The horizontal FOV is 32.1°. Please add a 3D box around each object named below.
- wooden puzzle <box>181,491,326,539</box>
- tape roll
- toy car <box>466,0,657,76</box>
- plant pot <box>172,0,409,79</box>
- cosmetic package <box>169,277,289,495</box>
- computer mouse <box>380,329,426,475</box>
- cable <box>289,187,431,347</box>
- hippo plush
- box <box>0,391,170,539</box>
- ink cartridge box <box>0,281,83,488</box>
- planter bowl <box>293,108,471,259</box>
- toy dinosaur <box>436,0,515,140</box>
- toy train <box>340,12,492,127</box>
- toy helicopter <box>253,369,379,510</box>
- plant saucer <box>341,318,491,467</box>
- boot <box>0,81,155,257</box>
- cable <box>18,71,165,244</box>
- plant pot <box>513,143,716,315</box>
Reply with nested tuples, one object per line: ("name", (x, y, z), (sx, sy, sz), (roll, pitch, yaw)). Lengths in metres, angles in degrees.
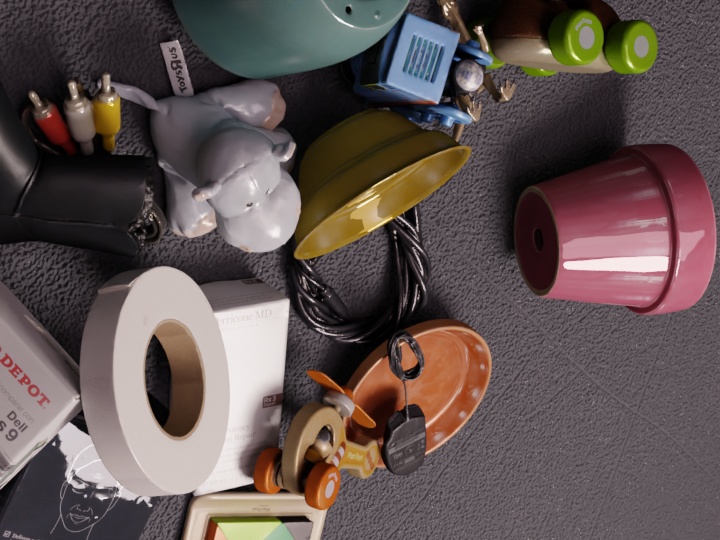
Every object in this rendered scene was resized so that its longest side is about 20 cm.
("wooden puzzle", (-0.125, 0.339, 1.397), (0.184, 0.037, 0.202), (7, 104, -38))
("tape roll", (-0.178, 0.097, 1.110), (0.203, 0.037, 0.205), (-8, 90, -68))
("toy car", (0.211, -0.310, 1.310), (0.157, 0.164, 0.202), (0, 96, -36))
("plant pot", (-0.044, -0.270, 1.099), (0.199, 0.160, 0.203), (-7, 101, -39))
("cosmetic package", (-0.136, 0.116, 1.275), (0.101, 0.074, 0.202), (-9, 115, -34))
("computer mouse", (0.043, 0.145, 1.383), (0.058, 0.034, 0.201), (-20, 127, -26))
("cable", (0.000, 0.000, 1.340), (0.162, 0.051, 0.202), (-20, 120, -28))
("hippo plush", (-0.107, -0.108, 1.146), (0.159, 0.160, 0.201), (-34, 125, -20))
("box", (-0.281, 0.202, 1.181), (0.148, 0.107, 0.201), (25, 93, -39))
("ink cartridge box", (-0.345, 0.120, 1.052), (0.200, 0.084, 0.146), (-44, 89, 0))
("planter bowl", (0.002, -0.098, 1.213), (0.199, 0.200, 0.084), (-28, 82, -24))
("toy dinosaur", (0.112, -0.194, 1.311), (0.058, 0.101, 0.202), (-14, 119, -20))
("toy train", (0.047, -0.193, 1.209), (0.113, 0.200, 0.087), (20, 90, -20))
("toy helicopter", (-0.027, 0.181, 1.326), (0.200, 0.078, 0.133), (27, 76, -63))
("plant saucer", (0.059, 0.138, 1.428), (0.199, 0.032, 0.202), (-19, 132, -22))
("boot", (-0.254, -0.095, 1.039), (0.166, 0.077, 0.201), (1, 133, -9))
("cable", (-0.240, -0.090, 1.120), (0.096, 0.051, 0.201), (-11, 129, 4))
("plant pot", (0.283, -0.041, 1.451), (0.177, 0.200, 0.202), (-7, 113, -17))
